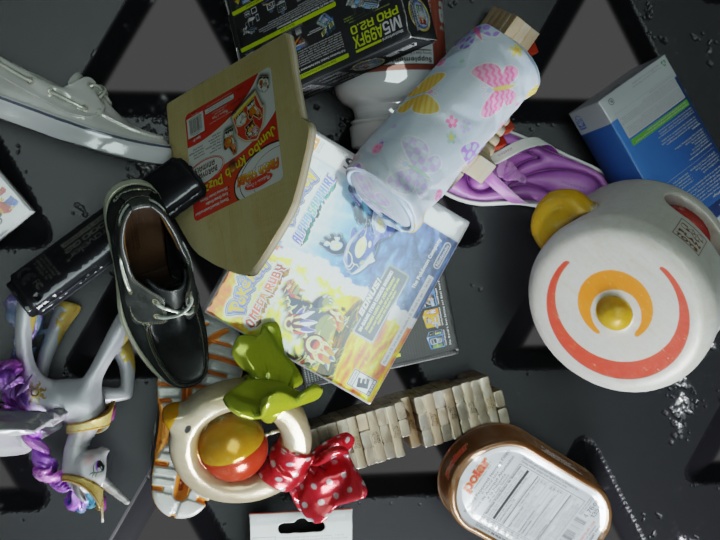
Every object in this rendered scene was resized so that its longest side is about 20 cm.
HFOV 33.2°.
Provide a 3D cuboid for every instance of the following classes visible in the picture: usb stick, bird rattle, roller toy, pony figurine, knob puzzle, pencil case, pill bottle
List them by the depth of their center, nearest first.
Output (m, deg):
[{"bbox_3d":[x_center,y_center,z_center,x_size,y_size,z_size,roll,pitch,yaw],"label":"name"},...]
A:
[{"bbox_3d":[0.077,-0.128,1.094,0.200,0.083,0.091,-50,124,-13],"label":"pencil case"},{"bbox_3d":[-0.229,-0.032,1.099,0.200,0.033,0.055,-38,58,-13],"label":"usb stick"},{"bbox_3d":[-0.091,0.152,1.100,0.162,0.113,0.201,-16,129,3],"label":"bird rattle"},{"bbox_3d":[-0.105,-0.090,1.106,0.030,0.219,0.221,10,90,-46],"label":"knob puzzle"},{"bbox_3d":[-0.294,0.120,1.111,0.192,0.167,0.201,11,73,-13],"label":"pony figurine"},{"bbox_3d":[0.260,0.014,1.161,0.181,0.140,0.201,4,115,27],"label":"roller toy"},{"bbox_3d":[0.026,-0.221,1.164,0.111,0.112,0.202,-4,93,-10],"label":"pill bottle"}]

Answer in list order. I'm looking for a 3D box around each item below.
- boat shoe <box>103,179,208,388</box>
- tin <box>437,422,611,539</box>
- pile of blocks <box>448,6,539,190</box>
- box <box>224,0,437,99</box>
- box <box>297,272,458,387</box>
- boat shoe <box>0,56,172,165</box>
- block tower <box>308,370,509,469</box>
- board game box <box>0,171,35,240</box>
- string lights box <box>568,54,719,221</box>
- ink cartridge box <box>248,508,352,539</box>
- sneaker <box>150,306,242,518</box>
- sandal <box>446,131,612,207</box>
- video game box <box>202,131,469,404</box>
[{"bbox_3d":[-0.178,0.021,1.073,0.071,0.068,0.201,-22,115,-21],"label":"boat shoe"},{"bbox_3d":[0.168,0.230,1.215,0.199,0.042,0.112,32,95,-23],"label":"tin"},{"bbox_3d":[0.124,-0.164,1.202,0.062,0.082,0.201,30,76,-27],"label":"pile of blocks"},{"bbox_3d":[-0.037,-0.254,1.110,0.044,0.199,0.161,-8,82,-52],"label":"box"},{"bbox_3d":[0.000,0.000,1.192,0.159,0.044,0.201,-11,94,-10],"label":"box"},{"bbox_3d":[-0.269,-0.154,1.138,0.199,0.072,0.066,19,93,-2],"label":"boat shoe"},{"bbox_3d":[0.043,0.152,1.208,0.199,0.058,0.054,-15,94,-11],"label":"block tower"},{"bbox_3d":[-0.419,-0.091,1.128,0.126,0.035,0.200,-40,98,-7],"label":"board game box"},{"bbox_3d":[0.311,-0.105,1.232,0.103,0.059,0.201,-34,98,-23],"label":"string lights box"},{"bbox_3d":[-0.060,0.334,1.199,0.108,0.050,0.202,-1,91,-9],"label":"ink cartridge box"},{"bbox_3d":[-0.165,0.133,1.163,0.078,0.077,0.201,15,83,-11],"label":"sneaker"},{"bbox_3d":[0.166,-0.101,1.223,0.201,0.050,0.083,9,90,-10],"label":"sandal"},{"bbox_3d":[-0.022,-0.005,1.137,0.181,0.047,0.201,29,87,-7],"label":"video game box"}]
